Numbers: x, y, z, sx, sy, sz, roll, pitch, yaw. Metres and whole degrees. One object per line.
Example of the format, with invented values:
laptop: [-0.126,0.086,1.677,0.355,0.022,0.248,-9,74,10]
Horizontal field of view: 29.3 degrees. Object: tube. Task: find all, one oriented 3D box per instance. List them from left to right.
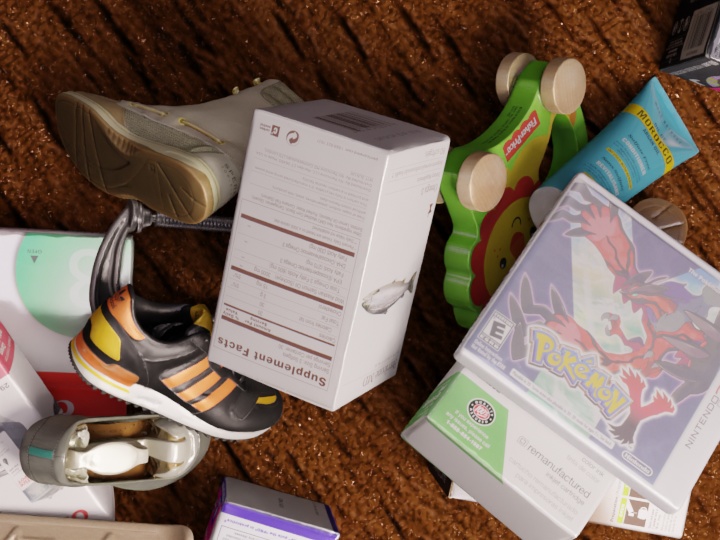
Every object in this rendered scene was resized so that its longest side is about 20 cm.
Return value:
tube: [0.216,-0.090,1.156,0.200,0.050,0.078,-38,103,-38]

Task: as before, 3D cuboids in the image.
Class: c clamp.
c clamp: [-0.127,-0.016,1.145,0.199,0.027,0.172,-2,102,-25]

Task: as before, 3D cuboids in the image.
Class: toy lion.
toy lion: [0.131,-0.052,1.148,0.200,0.068,0.192,-49,132,-28]

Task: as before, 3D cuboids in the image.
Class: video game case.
video game case: [0.198,0.051,1.036,0.200,0.023,0.182,36,69,1]

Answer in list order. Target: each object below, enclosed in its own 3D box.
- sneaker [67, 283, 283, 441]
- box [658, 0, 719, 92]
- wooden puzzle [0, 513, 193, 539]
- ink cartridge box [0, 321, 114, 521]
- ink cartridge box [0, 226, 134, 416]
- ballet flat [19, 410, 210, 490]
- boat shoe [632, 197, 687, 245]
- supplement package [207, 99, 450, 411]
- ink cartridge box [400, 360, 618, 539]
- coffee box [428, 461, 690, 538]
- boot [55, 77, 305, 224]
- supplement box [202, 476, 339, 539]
sneaker: [-0.130,0.073,1.109,0.200,0.070,0.090,23,118,-34]
box: [0.375,-0.191,1.164,0.199,0.122,0.107,18,91,-7]
wooden puzzle: [-0.231,0.281,1.045,0.199,0.046,0.186,4,60,-7]
ink cartridge box: [-0.309,0.150,1.106,0.145,0.085,0.200,-31,111,-3]
ink cartridge box: [-0.272,0.065,1.145,0.160,0.050,0.201,3,91,-6]
ballet flat: [-0.177,0.145,1.095,0.200,0.063,0.068,4,89,-51]
boat shoe: [0.218,0.035,1.184,0.072,0.072,0.201,25,81,8]
supplement package: [-0.024,-0.016,1.046,0.117,0.117,0.201,19,109,21]
ink cartridge box: [0.152,0.092,1.071,0.145,0.088,0.200,40,68,3]
coffee box: [0.167,0.160,1.166,0.199,0.114,0.080,11,92,-8]
boot: [-0.140,-0.115,1.128,0.154,0.200,0.072,-31,134,-37]
supplement box: [-0.098,0.289,1.151,0.103,0.101,0.201,17,91,-7]
